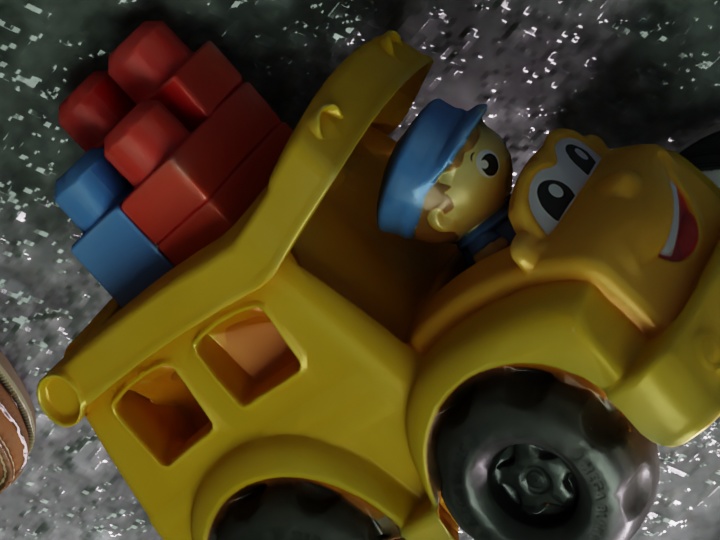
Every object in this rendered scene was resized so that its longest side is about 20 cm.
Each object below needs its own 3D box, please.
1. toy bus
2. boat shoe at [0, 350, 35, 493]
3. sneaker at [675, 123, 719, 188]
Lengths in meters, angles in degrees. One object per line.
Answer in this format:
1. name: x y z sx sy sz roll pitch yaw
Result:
1. toy bus: 0.000 0.000 0.686 0.200 0.136 0.192 -34 99 36
2. boat shoe: -0.182 0.030 0.744 0.072 0.068 0.200 -33 130 21
3. sneaker: 0.169 -0.012 0.699 0.199 0.080 0.074 -2 108 26
